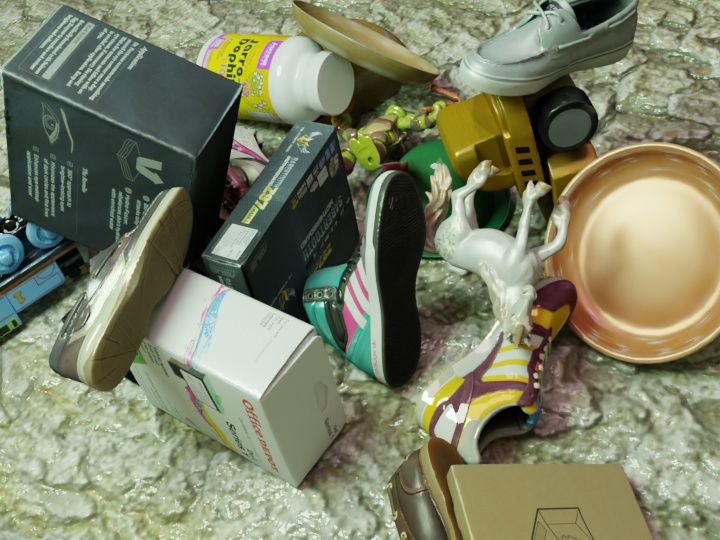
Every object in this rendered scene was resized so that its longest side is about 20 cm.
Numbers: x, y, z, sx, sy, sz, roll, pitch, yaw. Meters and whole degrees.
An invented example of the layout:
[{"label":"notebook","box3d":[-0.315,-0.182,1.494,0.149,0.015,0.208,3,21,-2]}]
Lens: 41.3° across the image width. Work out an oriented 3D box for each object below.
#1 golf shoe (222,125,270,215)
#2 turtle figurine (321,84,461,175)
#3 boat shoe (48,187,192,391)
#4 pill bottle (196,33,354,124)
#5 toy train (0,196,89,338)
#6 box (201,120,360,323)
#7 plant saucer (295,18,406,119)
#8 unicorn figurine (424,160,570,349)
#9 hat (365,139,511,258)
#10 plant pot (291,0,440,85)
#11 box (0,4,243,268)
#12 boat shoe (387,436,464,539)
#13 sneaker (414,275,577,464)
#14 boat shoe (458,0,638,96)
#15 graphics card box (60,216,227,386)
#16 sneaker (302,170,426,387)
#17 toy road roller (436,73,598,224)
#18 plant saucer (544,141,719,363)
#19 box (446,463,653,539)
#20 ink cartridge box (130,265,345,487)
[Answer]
[{"label":"golf shoe","box3d":[-0.163,-0.143,1.155,0.091,0.073,0.200,-32,59,-25]},{"label":"turtle figurine","box3d":[0.013,-0.156,1.121,0.196,0.066,0.161,0,29,31]},{"label":"boat shoe","box3d":[-0.205,0.007,0.823,0.063,0.072,0.203,10,59,16]},{"label":"pill bottle","box3d":[-0.105,-0.236,1.179,0.197,0.105,0.105,12,50,37]},{"label":"toy train","box3d":[-0.385,-0.005,1.045,0.199,0.116,0.086,-37,47,-20]},{"label":"box","box3d":[-0.072,-0.024,0.961,0.050,0.160,0.202,14,51,23]},{"label":"plant saucer","box3d":[-0.033,-0.280,1.271,0.195,0.036,0.203,-7,47,7]},{"label":"unicorn figurine","box3d":[0.126,-0.018,0.861,0.199,0.073,0.140,29,95,52]},{"label":"hat","box3d":[0.076,-0.128,1.006,0.162,0.178,0.202,-19,46,-5]},{"label":"plant pot","box3d":[0.003,-0.269,1.149,0.197,0.028,0.201,25,18,-8]},{"label":"box","box3d":[-0.237,-0.118,0.949,0.197,0.198,0.119,24,50,1]},{"label":"boat shoe","box3d":[0.071,0.234,0.761,0.070,0.070,0.202,-43,38,25]},{"label":"sneaker","box3d":[0.144,0.094,0.863,0.200,0.075,0.090,-43,52,-13]},{"label":"boat shoe","box3d":[0.177,-0.220,0.884,0.198,0.072,0.070,-20,49,-24]},{"label":"graphics card box","box3d":[-0.205,0.022,1.023,0.124,0.051,0.200,23,55,29]},{"label":"sneaker","box3d":[0.000,0.000,0.918,0.119,0.205,0.083,15,20,41]},{"label":"toy road roller","box3d":[0.162,-0.123,0.976,0.143,0.202,0.124,-19,45,6]},{"label":"plant saucer","box3d":[0.269,-0.016,0.893,0.197,0.037,0.205,-4,83,34]},{"label":"box","box3d":[0.163,0.236,0.721,0.160,0.022,0.202,3,44,-17]},{"label":"ink cartridge box","box3d":[-0.123,0.091,0.875,0.197,0.146,0.084,22,57,29]}]
